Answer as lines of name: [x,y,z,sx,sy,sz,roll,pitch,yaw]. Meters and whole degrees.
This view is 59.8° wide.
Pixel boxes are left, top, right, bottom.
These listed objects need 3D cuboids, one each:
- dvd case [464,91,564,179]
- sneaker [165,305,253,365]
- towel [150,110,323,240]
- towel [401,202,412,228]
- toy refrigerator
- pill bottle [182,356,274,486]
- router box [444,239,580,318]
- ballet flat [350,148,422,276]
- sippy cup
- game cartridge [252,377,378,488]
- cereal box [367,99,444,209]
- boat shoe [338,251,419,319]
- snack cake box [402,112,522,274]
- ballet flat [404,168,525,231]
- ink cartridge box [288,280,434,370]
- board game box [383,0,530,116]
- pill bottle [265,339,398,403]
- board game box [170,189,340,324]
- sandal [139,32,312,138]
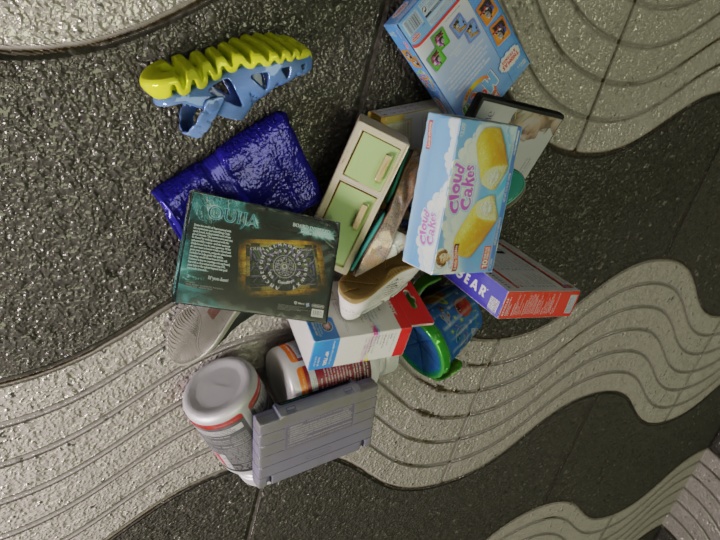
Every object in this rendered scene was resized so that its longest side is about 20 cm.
dvd case: [0.207,-0.184,0.934,0.198,0.018,0.144,-2,132,-39]
sneaker: [-0.179,0.059,0.875,0.200,0.075,0.106,-43,163,17]
towel: [-0.149,-0.096,0.813,0.199,0.050,0.148,-37,133,-11]
towel: [0.164,-0.114,1.003,0.198,0.024,0.145,4,129,-45]
toy refrigerator: [-0.010,-0.102,0.858,0.075,0.070,0.202,24,110,-7]
pill bottle: [-0.180,0.237,0.956,0.115,0.116,0.201,-31,131,-15]
router box: [0.234,0.006,1.052,0.178,0.200,0.049,2,117,-35]
ballet flat: [0.056,-0.073,0.874,0.067,0.068,0.202,26,88,-4]
sippy cup: [0.140,0.097,1.097,0.130,0.140,0.179,-33,157,-27]
game cartridge: [-0.067,0.238,0.940,0.198,0.038,0.131,-12,119,-30]
cereal box: [0.100,-0.182,0.945,0.198,0.039,0.145,-17,127,-28]
boat shoe: [0.037,0.006,0.942,0.199,0.071,0.070,-32,150,-35]
snack cake box: [0.134,-0.100,0.836,0.114,0.067,0.203,-3,110,-35]
ballet flat: [0.151,-0.094,0.936,0.198,0.064,0.068,-28,87,-5]
ink cartridge box: [-0.001,0.075,0.959,0.197,0.117,0.068,-5,134,-24]
board game box: [0.140,-0.311,0.864,0.152,0.036,0.200,-50,125,-8]
pill bottle: [-0.042,0.151,1.003,0.198,0.113,0.114,-15,125,-27]
board game box: [-0.125,-0.013,0.784,0.198,0.028,0.137,11,86,-26]
sandal: [-0.148,-0.215,0.727,0.198,0.080,0.088,-20,132,-14]
